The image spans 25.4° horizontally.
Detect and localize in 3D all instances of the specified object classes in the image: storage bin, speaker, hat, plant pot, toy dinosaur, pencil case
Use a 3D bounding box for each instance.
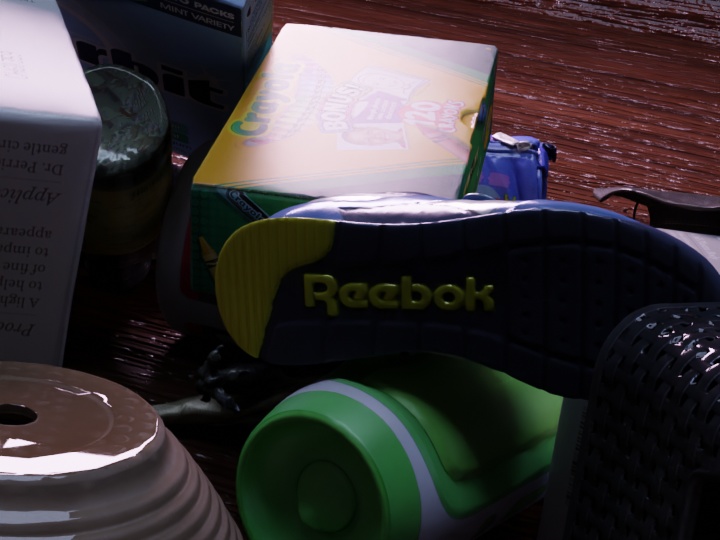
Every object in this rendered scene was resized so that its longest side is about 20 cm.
[{"bbox_3d":[0.184,0.089,0.592,0.199,0.136,0.094,-1,18,-28],"label":"storage bin"},{"bbox_3d":[0.035,0.072,0.677,0.088,0.089,0.200,18,18,30],"label":"speaker"},{"bbox_3d":[0.236,-0.005,1.030,0.199,0.082,0.201,7,2,0],"label":"hat"},{"bbox_3d":[-0.119,0.089,0.527,0.199,0.093,0.201,7,15,-2],"label":"plant pot"},{"bbox_3d":[-0.042,0.061,0.744,0.198,0.048,0.088,2,-5,-10],"label":"toy dinosaur"},{"bbox_3d":[0.044,-0.069,1.168,0.198,0.087,0.078,7,38,0],"label":"pencil case"}]

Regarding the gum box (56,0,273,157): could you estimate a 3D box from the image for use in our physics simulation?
[{"bbox_3d":[-0.132,-0.135,0.856,0.169,0.045,0.200,21,-21,4],"label":"gum box"}]

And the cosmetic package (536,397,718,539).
[{"bbox_3d":[0.174,0.075,0.706,0.199,0.102,0.071,-8,23,-42],"label":"cosmetic package"}]

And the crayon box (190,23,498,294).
[{"bbox_3d":[-0.002,-0.054,0.782,0.118,0.059,0.200,7,31,7],"label":"crayon box"}]

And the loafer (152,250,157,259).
[{"bbox_3d":[-0.201,-0.044,0.992,0.199,0.076,0.068,12,-1,-37],"label":"loafer"}]

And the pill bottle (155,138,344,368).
[{"bbox_3d":[0.000,0.000,0.859,0.199,0.112,0.111,12,16,14],"label":"pill bottle"}]

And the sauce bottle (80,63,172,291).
[{"bbox_3d":[-0.133,-0.039,0.861,0.064,0.065,0.200,7,-23,-4],"label":"sauce bottle"}]

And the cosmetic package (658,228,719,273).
[{"bbox_3d":[0.248,0.036,0.905,0.198,0.091,0.107,3,16,-4],"label":"cosmetic package"}]

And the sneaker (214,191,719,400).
[{"bbox_3d":[0.047,0.002,0.634,0.198,0.075,0.082,7,12,10],"label":"sneaker"}]

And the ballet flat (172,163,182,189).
[{"bbox_3d":[-0.132,-0.053,0.972,0.066,0.057,0.199,-23,-32,35],"label":"ballet flat"}]

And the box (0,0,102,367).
[{"bbox_3d":[-0.230,-0.056,0.694,0.198,0.132,0.200,5,26,-22],"label":"box"}]
